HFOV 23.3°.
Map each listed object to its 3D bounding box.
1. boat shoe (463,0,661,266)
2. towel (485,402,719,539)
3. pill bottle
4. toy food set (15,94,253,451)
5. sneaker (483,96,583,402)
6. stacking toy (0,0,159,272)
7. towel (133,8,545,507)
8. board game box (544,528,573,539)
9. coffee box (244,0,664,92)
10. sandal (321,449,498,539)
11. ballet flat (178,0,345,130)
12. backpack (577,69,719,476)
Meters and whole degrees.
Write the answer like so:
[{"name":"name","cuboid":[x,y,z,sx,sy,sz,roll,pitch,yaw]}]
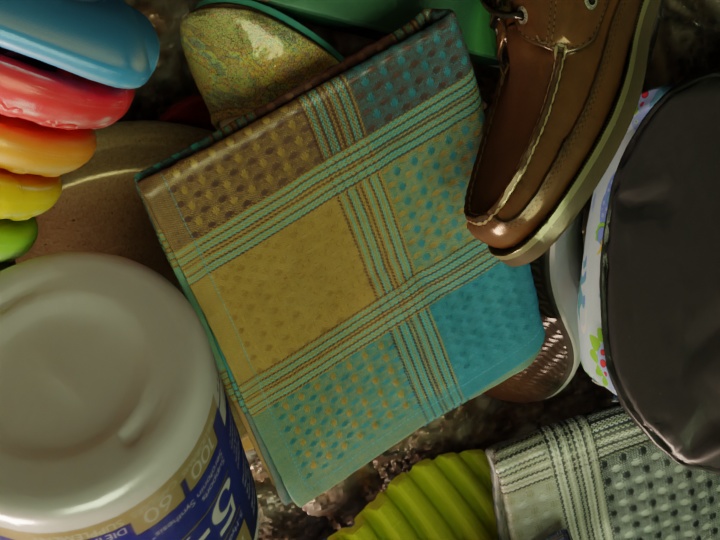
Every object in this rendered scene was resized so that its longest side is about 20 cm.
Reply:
[{"name":"boat shoe","cuboid":[0.077,-0.103,0.688,0.068,0.072,0.201,29,75,-24]},{"name":"towel","cuboid":[0.168,0.151,0.903,0.191,0.035,0.202,-16,117,-9]},{"name":"pill bottle","cuboid":[-0.106,0.094,0.743,0.119,0.120,0.201,-17,147,-4]},{"name":"toy food set","cuboid":[-0.103,0.012,0.813,0.198,0.049,0.199,-4,122,-13]},{"name":"sneaker","cuboid":[0.082,-0.013,0.838,0.072,0.085,0.201,14,145,11]},{"name":"stacking toy","cuboid":[-0.168,-0.030,0.708,0.109,0.116,0.201,18,105,-23]},{"name":"towel","cuboid":[0.000,0.000,0.731,0.146,0.022,0.201,-30,134,-10]},{"name":"board game box","cuboid":[0.047,0.257,0.884,0.198,0.062,0.201,-20,115,5]},{"name":"coffee box","cuboid":[0.039,-0.151,0.724,0.198,0.044,0.124,12,94,-22]},{"name":"sandal","cuboid":[0.018,0.160,0.936,0.199,0.080,0.087,-22,161,-9]},{"name":"ballet flat","cuboid":[-0.014,-0.046,0.746,0.071,0.071,0.200,-38,149,10]},{"name":"backpack","cuboid":[0.158,-0.011,0.764,0.200,0.153,0.165,-13,109,-59]}]
